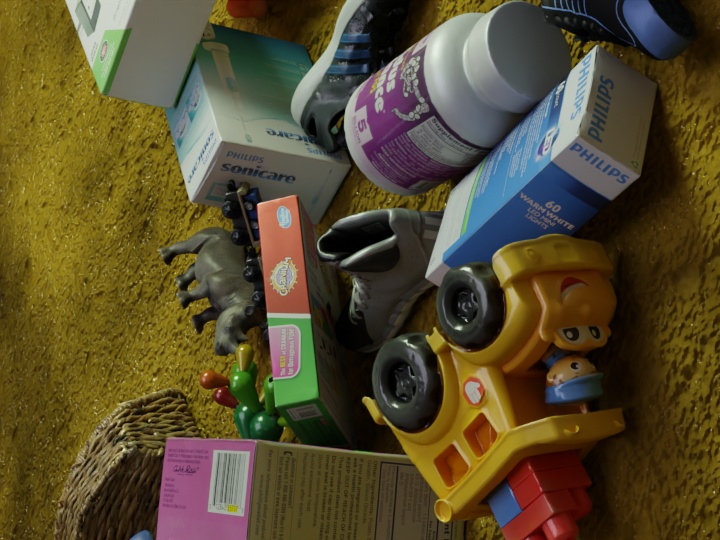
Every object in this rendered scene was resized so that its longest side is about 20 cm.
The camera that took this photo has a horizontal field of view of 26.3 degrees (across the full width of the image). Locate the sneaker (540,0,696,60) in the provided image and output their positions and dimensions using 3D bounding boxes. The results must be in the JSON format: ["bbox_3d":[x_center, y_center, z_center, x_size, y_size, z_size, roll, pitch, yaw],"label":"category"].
[{"bbox_3d":[0.178,-0.194,1.129,0.078,0.070,0.201,-51,30,21],"label":"sneaker"}]

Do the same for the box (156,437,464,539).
[{"bbox_3d":[-0.042,0.195,1.278,0.176,0.199,0.098,-9,73,60],"label":"box"}]

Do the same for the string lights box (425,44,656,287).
[{"bbox_3d":[0.132,-0.065,1.155,0.200,0.059,0.103,-44,20,46],"label":"string lights box"}]

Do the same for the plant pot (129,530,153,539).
[{"bbox_3d":[-0.160,0.372,1.456,0.201,0.179,0.201,-61,34,29],"label":"plant pot"}]

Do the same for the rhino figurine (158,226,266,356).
[{"bbox_3d":[-0.148,0.024,1.643,0.087,0.060,0.200,-29,43,-1],"label":"rhino figurine"}]

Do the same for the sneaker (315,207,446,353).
[{"bbox_3d":[0.000,0.000,1.347,0.200,0.115,0.075,-49,42,43],"label":"sneaker"}]

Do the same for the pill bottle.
[{"bbox_3d":[0.079,-0.141,1.254,0.200,0.112,0.113,-28,58,54],"label":"pill bottle"}]

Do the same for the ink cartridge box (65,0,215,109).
[{"bbox_3d":[-0.226,-0.282,1.564,0.146,0.083,0.200,-64,34,28],"label":"ink cartridge box"}]

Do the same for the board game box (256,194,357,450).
[{"bbox_3d":[-0.047,0.056,1.400,0.153,0.040,0.201,64,-164,-60],"label":"board game box"}]

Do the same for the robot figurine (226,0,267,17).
[{"bbox_3d":[-0.143,-0.365,1.708,0.200,0.116,0.145,5,75,60],"label":"robot figurine"}]

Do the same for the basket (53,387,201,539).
[{"bbox_3d":[-0.270,0.242,1.725,0.149,0.142,0.201,53,127,51],"label":"basket"}]

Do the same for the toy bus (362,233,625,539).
[{"bbox_3d":[0.121,0.100,1.107,0.200,0.135,0.193,-52,53,36],"label":"toy bus"}]

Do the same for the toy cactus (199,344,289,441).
[{"bbox_3d":[-0.103,0.176,1.519,0.200,0.102,0.166,47,132,45],"label":"toy cactus"}]

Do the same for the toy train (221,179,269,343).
[{"bbox_3d":[-0.088,0.004,1.494,0.034,0.045,0.201,-79,-26,-68],"label":"toy train"}]

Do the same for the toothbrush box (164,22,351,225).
[{"bbox_3d":[-0.111,-0.152,1.560,0.086,0.145,0.201,-59,37,34],"label":"toothbrush box"}]

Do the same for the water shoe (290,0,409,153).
[{"bbox_3d":[0.010,-0.199,1.460,0.079,0.071,0.200,49,127,20],"label":"water shoe"}]
